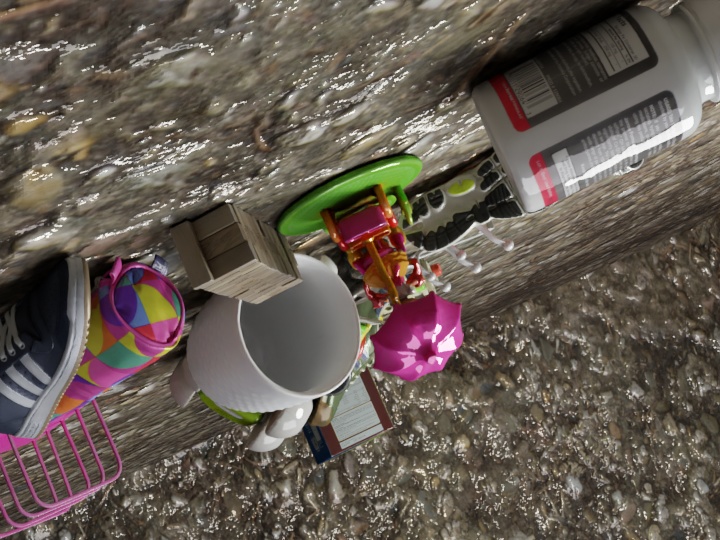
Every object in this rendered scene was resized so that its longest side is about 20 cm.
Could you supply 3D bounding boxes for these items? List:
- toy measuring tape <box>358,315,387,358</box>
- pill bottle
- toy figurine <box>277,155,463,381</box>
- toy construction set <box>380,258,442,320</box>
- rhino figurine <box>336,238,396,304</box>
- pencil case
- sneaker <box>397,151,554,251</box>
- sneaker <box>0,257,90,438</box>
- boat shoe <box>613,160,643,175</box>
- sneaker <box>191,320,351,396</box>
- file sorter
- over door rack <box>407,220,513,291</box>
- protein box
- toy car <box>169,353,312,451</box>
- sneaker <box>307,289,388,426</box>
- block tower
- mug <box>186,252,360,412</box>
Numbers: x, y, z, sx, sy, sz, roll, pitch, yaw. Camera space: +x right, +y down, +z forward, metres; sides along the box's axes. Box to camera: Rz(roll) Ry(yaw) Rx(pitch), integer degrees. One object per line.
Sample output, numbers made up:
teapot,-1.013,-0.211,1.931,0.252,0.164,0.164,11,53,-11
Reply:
toy measuring tape,-0.014,0.081,1.183,0.073,0.075,0.199,-20,-168,-24
pill bottle,0.197,-0.137,0.840,0.198,0.112,0.111,-26,171,7
toy figurine,0.028,0.014,1.013,0.149,0.186,0.200,-24,172,1
toy construction set,0.027,0.048,1.495,0.199,0.093,0.131,-33,146,4
rhino figurine,0.000,0.000,1.244,0.087,0.060,0.200,-43,175,-16
pencil case,-0.235,0.062,0.926,0.199,0.089,0.088,-34,167,35
sneaker,0.130,-0.087,1.141,0.198,0.078,0.085,-20,-170,2
sneaker,-0.280,0.062,0.826,0.107,0.071,0.201,9,134,-28
boat shoe,0.292,-0.140,1.215,0.073,0.066,0.200,-20,170,-26
sneaker,-0.107,0.085,1.297,0.108,0.199,0.068,-102,-147,-68
file sorter,-0.418,0.255,1.373,0.138,0.127,0.199,-16,167,-46
over door rack,0.139,-0.038,1.274,0.199,0.067,0.148,-34,178,-36
protein box,-0.052,0.247,2.064,0.133,0.202,0.199,-22,171,-15
toy car,-0.145,0.134,1.419,0.151,0.174,0.200,-62,-171,-28
sneaker,-0.006,0.110,1.397,0.089,0.203,0.067,12,-177,-17
block tower,-0.102,-0.011,0.941,0.057,0.055,0.200,-26,171,8
mug,-0.093,0.059,1.148,0.175,0.148,0.201,-26,-156,53
